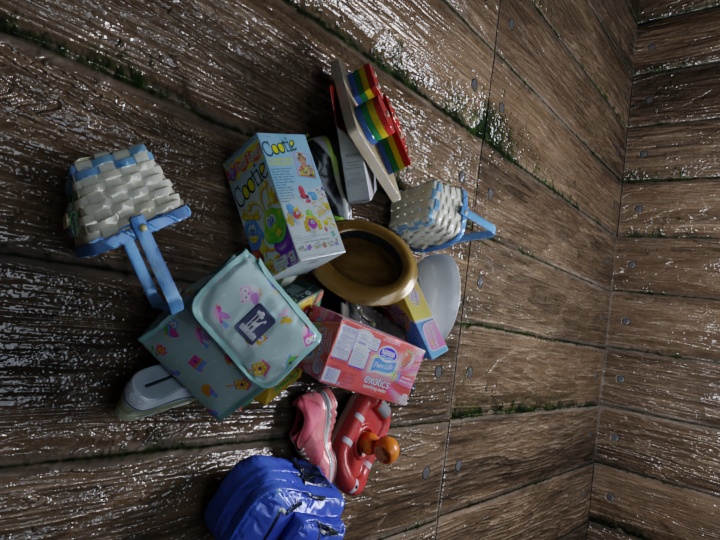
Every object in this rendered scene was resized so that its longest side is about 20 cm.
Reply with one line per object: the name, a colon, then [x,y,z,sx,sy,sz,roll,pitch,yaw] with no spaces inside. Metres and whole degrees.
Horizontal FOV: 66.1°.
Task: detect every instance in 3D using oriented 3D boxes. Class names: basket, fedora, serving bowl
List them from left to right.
basket: [-0.283,-0.042,0.691,0.138,0.175,0.203,-31,104,-27]
fedora: [0.000,0.000,0.982,0.201,0.199,0.082,-46,163,-36]
serving bowl: [0.139,0.059,1.201,0.065,0.200,0.204,12,83,-19]
basket: [0.175,-0.108,1.210,0.199,0.175,0.141,31,63,-36]

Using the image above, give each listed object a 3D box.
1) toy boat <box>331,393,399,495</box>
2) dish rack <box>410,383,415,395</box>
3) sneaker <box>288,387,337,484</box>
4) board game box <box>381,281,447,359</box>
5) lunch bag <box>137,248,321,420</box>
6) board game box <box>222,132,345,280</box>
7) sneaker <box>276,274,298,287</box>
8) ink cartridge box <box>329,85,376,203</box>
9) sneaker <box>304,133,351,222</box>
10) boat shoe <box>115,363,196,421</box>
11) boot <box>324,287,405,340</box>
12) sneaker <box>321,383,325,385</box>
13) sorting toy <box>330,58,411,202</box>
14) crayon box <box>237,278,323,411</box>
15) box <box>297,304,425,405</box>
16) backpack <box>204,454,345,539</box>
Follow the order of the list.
toy boat: [0.019,0.348,1.102,0.202,0.129,0.131,-59,136,-28]
dish rack: [0.023,0.172,1.097,0.199,0.054,0.155,28,28,-43]
sneaker: [-0.097,0.322,1.029,0.086,0.073,0.204,1,89,-35]
board game box: [0.087,0.073,1.103,0.040,0.153,0.203,-26,93,-17]
lunch bag: [-0.172,0.083,0.759,0.171,0.199,0.122,51,25,-14]
board game box: [-0.121,-0.099,0.872,0.104,0.102,0.203,-12,80,-48]
sneaker: [-0.178,0.040,0.906,0.089,0.067,0.202,37,70,-27]
ink cartridge box: [-0.008,-0.236,1.027,0.163,0.056,0.204,-68,154,-74]
sneaker: [-0.073,-0.150,1.021,0.082,0.071,0.204,-16,105,-23]
boat shoe: [-0.268,0.163,0.806,0.073,0.062,0.199,57,24,15]
boot: [0.016,0.086,1.058,0.173,0.069,0.203,29,45,-27]
sneaker: [-0.070,0.145,1.022,0.201,0.077,0.076,53,55,-38]
sorting toy: [0.032,-0.267,1.020,0.200,0.069,0.201,49,23,-50]
crayon box: [-0.128,0.127,0.899,0.127,0.050,0.203,-30,139,-67]
box: [-0.002,0.139,0.904,0.198,0.094,0.104,24,86,-39]
backpack: [-0.132,0.393,0.889,0.199,0.167,0.164,36,84,-40]
